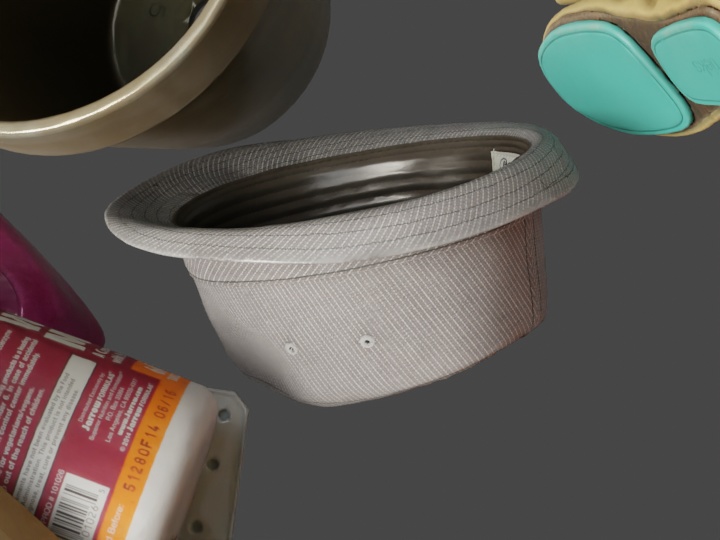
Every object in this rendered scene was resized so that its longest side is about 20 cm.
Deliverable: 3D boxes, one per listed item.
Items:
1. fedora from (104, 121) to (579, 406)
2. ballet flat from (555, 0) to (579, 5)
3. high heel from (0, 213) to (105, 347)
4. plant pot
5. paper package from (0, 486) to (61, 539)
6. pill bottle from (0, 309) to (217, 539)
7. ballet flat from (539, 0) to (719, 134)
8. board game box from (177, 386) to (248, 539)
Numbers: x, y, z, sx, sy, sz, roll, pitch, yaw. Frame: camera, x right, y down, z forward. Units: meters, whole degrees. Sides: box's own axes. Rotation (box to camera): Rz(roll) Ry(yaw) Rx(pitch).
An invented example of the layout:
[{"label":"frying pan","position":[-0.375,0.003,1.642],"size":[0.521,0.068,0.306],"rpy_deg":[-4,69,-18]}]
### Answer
[{"label":"fedora","position":[0.000,0.000,1.102],"size":[0.199,0.177,0.091],"rpy_deg":[-5,105,23]},{"label":"ballet flat","position":[0.156,-0.184,1.112],"size":[0.063,0.069,0.201],"rpy_deg":[36,95,11]},{"label":"high heel","position":[-0.194,-0.023,1.244],"size":[0.200,0.096,0.068],"rpy_deg":[45,115,47]},{"label":"plant pot","position":[-0.097,-0.132,1.147],"size":[0.199,0.173,0.201],"rpy_deg":[-6,75,23]},{"label":"paper package","position":[-0.187,0.166,1.009],"size":[0.190,0.200,0.104],"rpy_deg":[-28,27,35]},{"label":"pill bottle","position":[-0.166,0.066,1.060],"size":[0.199,0.110,0.110],"rpy_deg":[20,86,1]},{"label":"ballet flat","position":[0.136,-0.093,1.049],"size":[0.063,0.200,0.069],"rpy_deg":[-41,104,-13]},{"label":"board game box","position":[-0.157,0.137,1.132],"size":[0.198,0.026,0.202],"rpy_deg":[8,94,2]}]
